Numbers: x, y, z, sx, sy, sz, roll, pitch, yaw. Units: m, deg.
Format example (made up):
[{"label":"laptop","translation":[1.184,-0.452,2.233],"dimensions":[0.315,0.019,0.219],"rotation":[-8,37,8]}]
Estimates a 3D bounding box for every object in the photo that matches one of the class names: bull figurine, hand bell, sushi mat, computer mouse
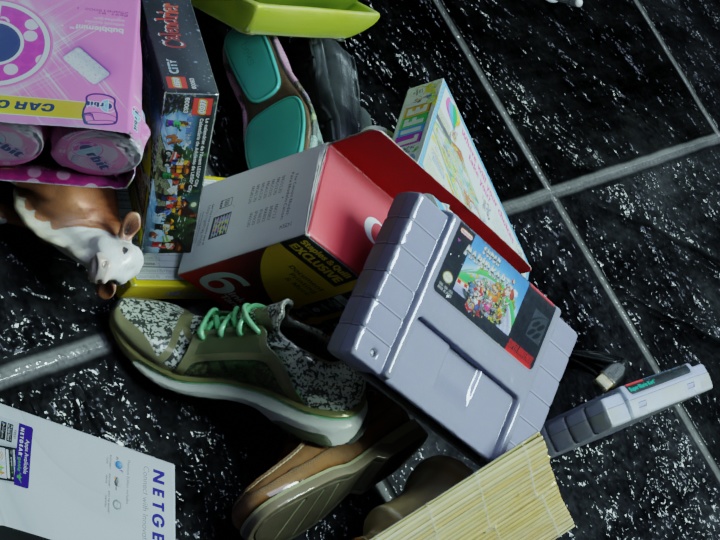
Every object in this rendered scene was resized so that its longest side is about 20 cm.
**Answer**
[{"label":"bull figurine","translation":[-0.214,-0.068,1.054],"dimensions":[0.121,0.065,0.201],"rotation":[15,46,-31]},{"label":"hand bell","translation":[-0.007,0.201,1.081],"dimensions":[0.199,0.104,0.104],"rotation":[-8,67,-40]},{"label":"sushi mat","translation":[0.060,0.198,1.071],"dimensions":[0.012,0.199,0.096],"rotation":[38,-26,53]},{"label":"computer mouse","translation":[0.144,0.099,1.306],"dimensions":[0.200,0.140,0.046],"rotation":[-12,109,-57]}]

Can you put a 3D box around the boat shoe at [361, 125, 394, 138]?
[{"label":"boat shoe","translation":[0.046,-0.073,1.313],"dimensions":[0.200,0.070,0.070],"rotation":[42,39,-67]}]

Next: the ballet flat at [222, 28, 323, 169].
[{"label":"ballet flat","translation":[-0.066,-0.126,1.271],"dimensions":[0.071,0.069,0.201],"rotation":[46,18,-49]}]

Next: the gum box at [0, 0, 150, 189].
[{"label":"gum box","translation":[-0.235,-0.122,0.988],"dimensions":[0.199,0.066,0.114],"rotation":[4,57,-8]}]

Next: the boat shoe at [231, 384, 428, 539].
[{"label":"boat shoe","translation":[-0.035,0.139,1.106],"dimensions":[0.068,0.072,0.200],"rotation":[47,33,16]}]

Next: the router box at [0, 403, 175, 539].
[{"label":"router box","translation":[-0.193,0.184,0.889],"dimensions":[0.179,0.049,0.201],"rotation":[25,44,-36]}]

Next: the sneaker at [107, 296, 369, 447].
[{"label":"sneaker","translation":[-0.077,0.046,1.069],"dimensions":[0.199,0.089,0.077],"rotation":[20,32,-3]}]

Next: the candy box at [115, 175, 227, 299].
[{"label":"candy box","translation":[-0.120,-0.026,1.170],"dimensions":[0.200,0.026,0.103],"rotation":[2,57,-49]}]

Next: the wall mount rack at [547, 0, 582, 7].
[{"label":"wall mount rack","translation":[0.190,-0.380,1.788],"dimensions":[0.200,0.074,0.174],"rotation":[32,41,-28]}]

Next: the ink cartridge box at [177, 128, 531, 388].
[{"label":"ink cartridge box","translation":[0.000,0.000,1.125],"dimensions":[0.200,0.175,0.084],"rotation":[38,51,-36]}]

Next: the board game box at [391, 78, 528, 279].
[{"label":"board game box","translation":[0.082,-0.038,1.249],"dimensions":[0.200,0.034,0.135],"rotation":[62,26,-28]}]

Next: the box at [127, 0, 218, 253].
[{"label":"box","translation":[-0.145,-0.128,1.089],"dimensions":[0.038,0.137,0.200],"rotation":[0,42,-19]}]

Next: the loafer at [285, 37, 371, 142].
[{"label":"loafer","translation":[-0.020,-0.128,1.335],"dimensions":[0.070,0.068,0.201],"rotation":[17,47,-32]}]

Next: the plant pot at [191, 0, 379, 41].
[{"label":"plant pot","translation":[-0.074,-0.305,1.285],"dimensions":[0.200,0.182,0.199],"rotation":[30,22,30]}]

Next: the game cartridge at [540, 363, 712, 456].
[{"label":"game cartridge","translation":[0.219,0.129,1.351],"dimensions":[0.200,0.129,0.039],"rotation":[-10,68,-53]}]

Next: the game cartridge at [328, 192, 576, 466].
[{"label":"game cartridge","translation":[0.073,0.048,1.073],"dimensions":[0.200,0.038,0.130],"rotation":[39,71,-37]}]
